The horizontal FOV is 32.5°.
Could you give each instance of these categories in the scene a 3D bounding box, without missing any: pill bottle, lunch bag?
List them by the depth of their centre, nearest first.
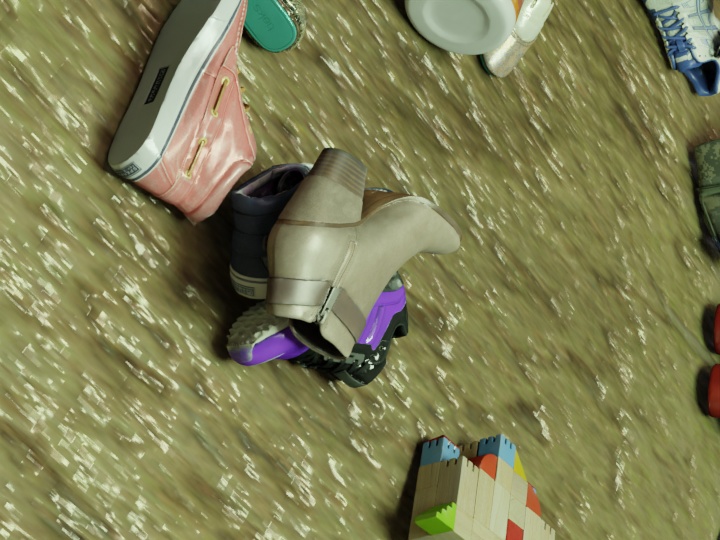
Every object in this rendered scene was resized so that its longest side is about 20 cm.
[{"bbox_3d":[0.125,-0.323,1.242,0.112,0.112,0.200,43,54,-31],"label":"pill bottle"},{"bbox_3d":[0.528,-0.090,1.581,0.200,0.139,0.168,-4,84,-45],"label":"lunch bag"}]

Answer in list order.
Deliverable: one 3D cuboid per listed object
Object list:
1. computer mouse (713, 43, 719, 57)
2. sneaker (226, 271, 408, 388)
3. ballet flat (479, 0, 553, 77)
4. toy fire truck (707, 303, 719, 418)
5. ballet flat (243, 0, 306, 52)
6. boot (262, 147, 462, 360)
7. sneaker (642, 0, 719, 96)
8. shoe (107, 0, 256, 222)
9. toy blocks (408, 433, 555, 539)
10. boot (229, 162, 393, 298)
[{"bbox_3d":[0.485,-0.360,1.500,0.140,0.046,0.200,-52,153,-29],"label":"computer mouse"},{"bbox_3d":[-0.022,0.057,1.042,0.200,0.069,0.100,-26,102,-45],"label":"sneaker"},{"bbox_3d":[0.176,-0.299,1.320,0.068,0.067,0.200,32,60,-36],"label":"ballet flat"},{"bbox_3d":[0.505,0.132,1.550,0.168,0.112,0.200,53,45,-56],"label":"toy fire truck"},{"bbox_3d":[-0.113,-0.270,1.034,0.200,0.068,0.075,48,29,-34],"label":"ballet flat"},{"bbox_3d":[0.000,0.000,0.983,0.200,0.070,0.146,29,71,-42],"label":"boot"},{"bbox_3d":[0.413,-0.300,1.556,0.200,0.075,0.088,37,58,-33],"label":"sneaker"},{"bbox_3d":[-0.121,-0.140,0.986,0.091,0.071,0.200,38,63,-36],"label":"shoe"},{"bbox_3d":[0.118,0.218,1.146,0.200,0.100,0.137,42,43,-33],"label":"toy blocks"},{"bbox_3d":[-0.029,-0.052,1.036,0.200,0.073,0.090,-31,133,-44],"label":"boot"}]
